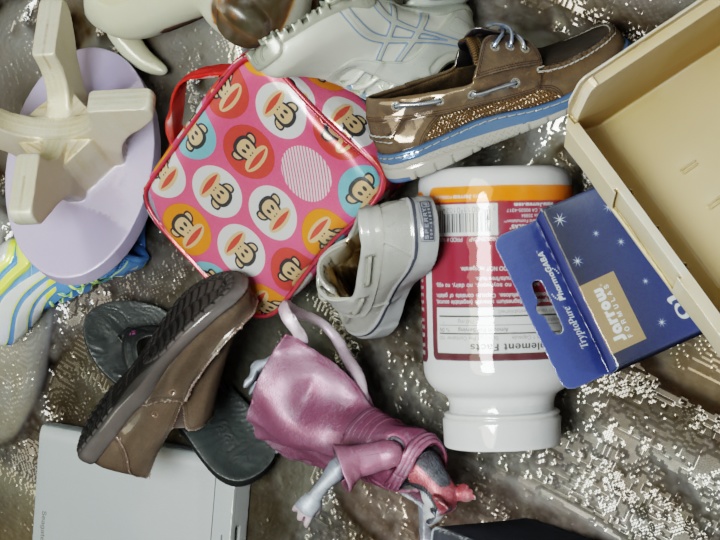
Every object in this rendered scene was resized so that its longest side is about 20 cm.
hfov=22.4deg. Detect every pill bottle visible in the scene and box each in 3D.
[{"bbox_3d":[0.099,0.026,1.311,0.113,0.113,0.201,-1,92,28],"label":"pill bottle"}]

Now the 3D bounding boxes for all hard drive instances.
[{"bbox_3d":[-0.186,0.207,1.519,0.200,0.027,0.132,7,95,29],"label":"hard drive"}]

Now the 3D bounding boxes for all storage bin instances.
[{"bbox_3d":[0.266,-0.078,1.184,0.198,0.094,0.200,-33,75,-6],"label":"storage bin"}]

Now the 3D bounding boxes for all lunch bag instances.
[{"bbox_3d":[-0.075,-0.079,1.380,0.176,0.082,0.200,45,128,0],"label":"lunch bag"}]

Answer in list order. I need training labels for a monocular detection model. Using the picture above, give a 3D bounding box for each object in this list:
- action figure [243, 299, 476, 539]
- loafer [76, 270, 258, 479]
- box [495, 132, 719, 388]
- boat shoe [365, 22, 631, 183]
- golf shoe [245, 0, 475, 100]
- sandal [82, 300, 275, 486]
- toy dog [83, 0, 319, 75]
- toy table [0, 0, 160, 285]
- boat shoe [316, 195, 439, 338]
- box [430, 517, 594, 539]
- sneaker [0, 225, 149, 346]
[{"bbox_3d":[0.013,0.127,1.358,0.200,0.134,0.149,20,89,39],"label":"action figure"},{"bbox_3d":[-0.138,0.083,1.405,0.071,0.073,0.200,35,112,-17],"label":"loafer"},{"bbox_3d":[0.205,-0.011,1.240,0.200,0.032,0.121,-24,79,-7],"label":"box"},{"bbox_3d":[0.097,-0.134,1.284,0.200,0.072,0.072,-28,111,-7],"label":"boat shoe"},{"bbox_3d":[0.014,-0.152,1.309,0.078,0.200,0.097,-24,85,55],"label":"golf shoe"},{"bbox_3d":[-0.143,0.087,1.464,0.200,0.048,0.075,41,67,16],"label":"sandal"},{"bbox_3d":[-0.131,-0.233,1.417,0.200,0.139,0.194,15,112,27],"label":"toy dog"},{"bbox_3d":[-0.234,-0.103,1.431,0.183,0.117,0.200,-12,67,9],"label":"toy table"},{"bbox_3d":[0.000,0.000,1.328,0.070,0.200,0.071,-1,73,-14],"label":"boat shoe"},{"bbox_3d":[0.144,0.294,1.270,0.200,0.117,0.197,14,98,41],"label":"box"},{"bbox_3d":[-0.243,-0.005,1.515,0.105,0.076,0.200,35,106,22],"label":"sneaker"}]
